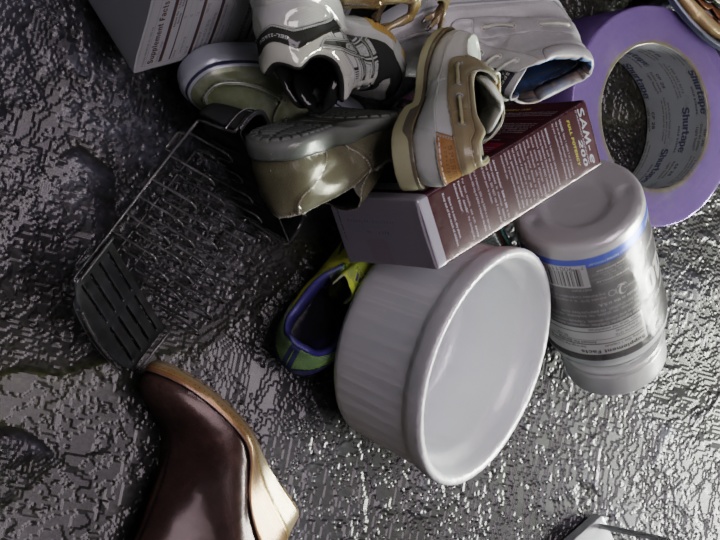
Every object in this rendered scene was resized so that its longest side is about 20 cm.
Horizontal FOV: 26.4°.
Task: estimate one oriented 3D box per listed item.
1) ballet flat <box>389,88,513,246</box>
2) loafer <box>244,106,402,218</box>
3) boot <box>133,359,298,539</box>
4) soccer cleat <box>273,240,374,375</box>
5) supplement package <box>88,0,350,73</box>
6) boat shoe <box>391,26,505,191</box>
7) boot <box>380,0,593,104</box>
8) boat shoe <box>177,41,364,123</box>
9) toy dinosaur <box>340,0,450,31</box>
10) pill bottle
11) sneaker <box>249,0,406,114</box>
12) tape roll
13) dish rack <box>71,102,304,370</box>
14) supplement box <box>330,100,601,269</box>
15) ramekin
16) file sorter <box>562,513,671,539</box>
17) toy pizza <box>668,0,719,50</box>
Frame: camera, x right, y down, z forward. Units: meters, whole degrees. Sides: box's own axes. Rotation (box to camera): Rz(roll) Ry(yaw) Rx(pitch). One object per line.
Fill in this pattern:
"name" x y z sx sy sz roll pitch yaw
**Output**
"ballet flat" 0.076 -0.061 1.329 0.071 0.069 0.201 -26 101 -11
"loafer" -0.020 -0.082 1.152 0.200 0.075 0.070 -20 113 -55
"boot" -0.144 0.188 1.178 0.166 0.072 0.200 -48 118 -26
"soccer cleat" 0.001 0.001 1.254 0.065 0.084 0.200 35 73 4
"supplement package" -0.101 -0.246 1.160 0.199 0.110 0.114 -20 66 -30
"boat shoe" 0.078 -0.126 1.181 0.200 0.068 0.075 -72 152 -50
"boot" 0.101 -0.183 1.296 0.199 0.096 0.074 -15 143 -21
"boat shoe" -0.057 -0.122 1.207 0.200 0.072 0.062 16 43 -45
"toy dinosaur" 0.057 -0.243 1.224 0.058 0.101 0.200 36 60 10
"pill bottle" 0.208 0.011 1.346 0.114 0.114 0.200 -45 137 -24
"sneaker" -0.027 -0.153 1.158 0.200 0.075 0.088 25 60 -59
"tape roll" 0.245 -0.139 1.417 0.199 0.085 0.201 -1 92 -32
"dish rack" -0.131 -0.018 1.158 0.200 0.054 0.154 -54 151 -20
"supplement box" 0.085 -0.072 1.222 0.200 0.109 0.061 -32 113 -33
"ramekin" 0.066 0.065 1.258 0.200 0.097 0.201 -34 135 -44
"file sorter" 0.243 0.351 1.397 0.139 0.124 0.201 -34 108 -27
"toy pizza" 0.329 -0.294 1.449 0.200 0.032 0.201 26 49 -35
